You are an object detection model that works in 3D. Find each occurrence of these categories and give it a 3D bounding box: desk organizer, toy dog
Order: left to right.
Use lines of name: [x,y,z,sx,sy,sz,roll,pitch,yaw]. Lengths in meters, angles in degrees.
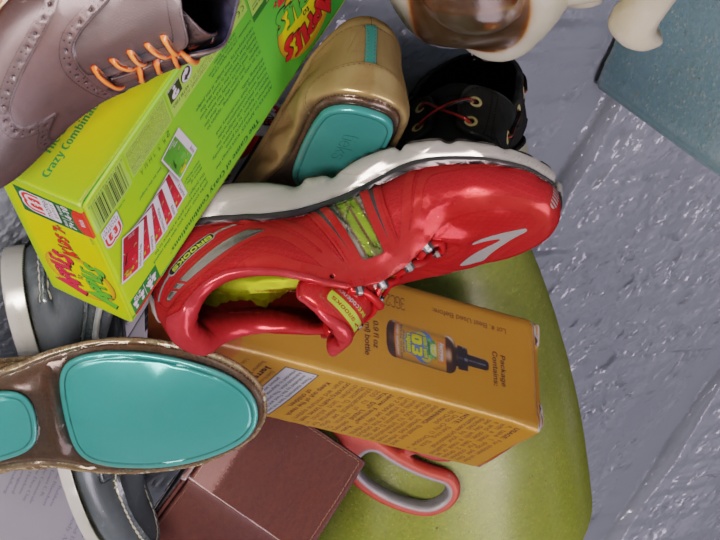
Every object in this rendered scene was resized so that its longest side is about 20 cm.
desk organizer: [-0.070,0.137,1.548,0.072,0.077,0.200,-56,-178,-27]
toy dog: [0.098,-0.184,1.368,0.200,0.140,0.194,-42,140,1]

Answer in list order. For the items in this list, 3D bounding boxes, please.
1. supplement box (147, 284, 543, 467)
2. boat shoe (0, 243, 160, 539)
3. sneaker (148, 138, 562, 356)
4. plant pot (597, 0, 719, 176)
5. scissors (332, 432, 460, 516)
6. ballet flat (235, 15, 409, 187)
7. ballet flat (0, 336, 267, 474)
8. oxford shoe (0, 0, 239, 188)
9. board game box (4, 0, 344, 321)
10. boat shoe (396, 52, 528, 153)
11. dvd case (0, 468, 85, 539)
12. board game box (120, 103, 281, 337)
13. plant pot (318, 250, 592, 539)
supplement box: [-0.006,0.042,1.426,0.199,0.067,0.069,15,147,-25]
boat shoe: [-0.126,0.069,1.429,0.062,0.073,0.200,-13,122,5]
sneaker: [0.000,0.000,1.316,0.199,0.085,0.077,-13,137,6]
plant pot: [0.296,-0.132,1.603,0.196,0.200,0.196,-14,139,-41]
scissors: [-0.024,0.070,1.488,0.200,0.014,0.073,25,113,-21]
ballet flat: [-0.021,-0.054,1.387,0.068,0.063,0.200,14,148,-17]
ballet flat: [-0.144,0.062,1.350,0.199,0.065,0.071,-3,105,0]
oxford shoe: [-0.101,-0.102,1.160,0.200,0.073,0.071,-51,152,13]
board game box: [-0.082,-0.088,1.289,0.200,0.048,0.102,-58,157,-22]
boat shoe: [0.043,-0.064,1.453,0.201,0.073,0.063,-53,139,-67]
dvd case: [-0.191,0.146,1.505,0.143,0.018,0.200,-67,153,-8]
board game box: [-0.076,0.000,1.495,0.126,0.035,0.200,2,128,-50]
plant pot: [0.041,0.054,1.584,0.187,0.187,0.200,-25,134,-28]
